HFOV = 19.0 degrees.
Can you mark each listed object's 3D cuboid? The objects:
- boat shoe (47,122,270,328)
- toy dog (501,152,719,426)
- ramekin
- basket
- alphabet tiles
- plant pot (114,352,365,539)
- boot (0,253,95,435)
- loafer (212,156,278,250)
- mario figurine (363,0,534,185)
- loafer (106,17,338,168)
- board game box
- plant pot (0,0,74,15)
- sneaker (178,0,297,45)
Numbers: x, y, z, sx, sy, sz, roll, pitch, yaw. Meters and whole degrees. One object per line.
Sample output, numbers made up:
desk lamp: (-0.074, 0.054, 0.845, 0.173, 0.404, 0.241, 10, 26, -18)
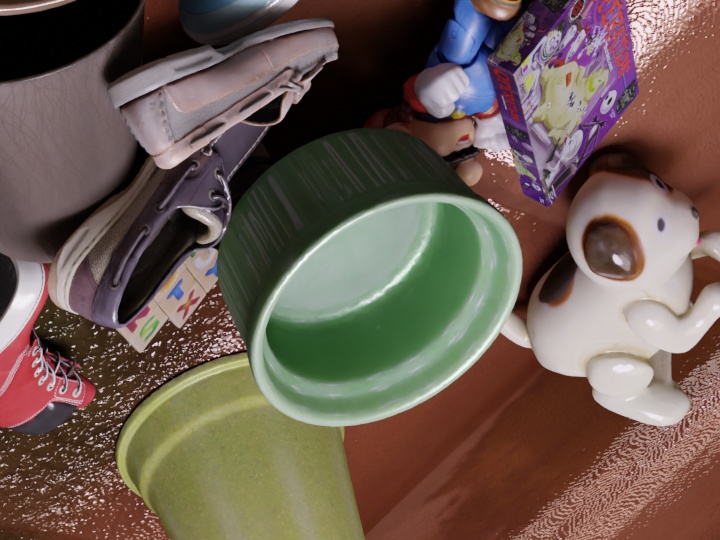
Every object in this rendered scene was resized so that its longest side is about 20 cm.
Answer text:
boat shoe: (-0.114, -0.041, 1.380, 0.200, 0.065, 0.072, -47, 152, -20)
toy dog: (0.208, -0.003, 1.725, 0.194, 0.140, 0.200, 16, 141, 8)
ramekin: (0.000, 0.000, 1.459, 0.200, 0.098, 0.200, -18, 136, -18)
basket: (-0.211, -0.106, 1.352, 0.180, 0.136, 0.200, -8, 146, -3)
alphabet tiles: (-0.120, -0.026, 1.504, 0.166, 0.006, 0.200, -52, 163, -8)
plant pot: (-0.079, 0.198, 1.744, 0.200, 0.184, 0.201, -15, 142, -12)
boot: (-0.241, 0.054, 1.579, 0.144, 0.072, 0.200, 7, 141, -35)
loafer: (-0.053, -0.032, 1.522, 0.073, 0.072, 0.200, -57, 155, 18)
mario figurine: (0.080, -0.115, 1.515, 0.123, 0.106, 0.200, 12, 127, -22)
loafer: (-0.077, -0.109, 1.329, 0.072, 0.063, 0.200, -22, -179, 38)
board game box: (0.147, -0.137, 1.523, 0.120, 0.032, 0.200, -55, 157, -14)
plant pot: (-0.200, -0.248, 1.210, 0.201, 0.093, 0.201, -15, 139, -13)
sneaker: (-0.064, -0.236, 1.318, 0.200, 0.080, 0.131, -45, 141, 10)
